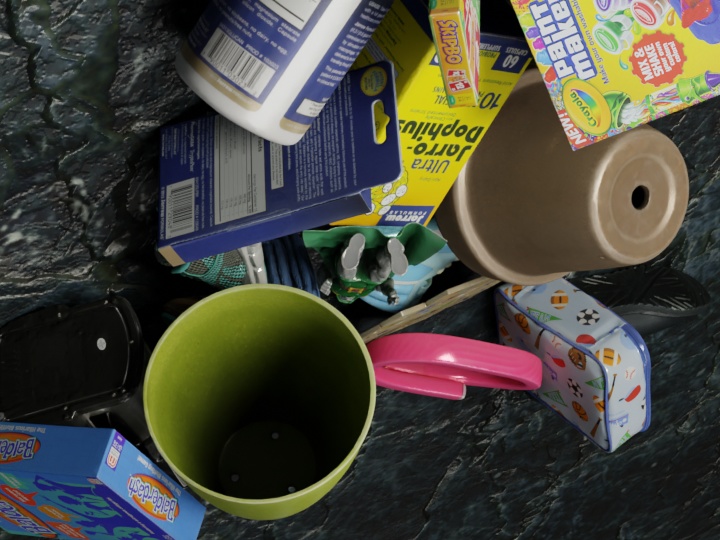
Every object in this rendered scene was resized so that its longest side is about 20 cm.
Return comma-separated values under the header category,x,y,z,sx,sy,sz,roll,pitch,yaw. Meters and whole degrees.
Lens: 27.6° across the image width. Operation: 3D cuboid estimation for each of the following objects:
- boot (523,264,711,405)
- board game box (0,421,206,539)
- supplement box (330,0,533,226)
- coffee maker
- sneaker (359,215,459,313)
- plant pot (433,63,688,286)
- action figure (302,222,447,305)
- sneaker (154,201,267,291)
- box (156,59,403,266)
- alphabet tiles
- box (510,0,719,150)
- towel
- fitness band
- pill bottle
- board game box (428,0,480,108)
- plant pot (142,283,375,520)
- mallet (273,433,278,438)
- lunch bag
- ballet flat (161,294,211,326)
category,x,y,z,sx,sy,sz,roll,pitch,yaw
boot,0.294,0.082,1.713,0.199,0.077,0.169,-5,134,-25
board game box,-0.250,0.177,1.209,0.199,0.045,0.152,0,148,29
supplement box,0.034,-0.144,1.194,0.108,0.110,0.200,0,134,-39
coffee maker,-0.247,0.125,1.304,0.191,0.135,0.200,5,149,18
sneaker,0.074,-0.024,1.407,0.199,0.080,0.131,-8,138,-17
plant pot,0.187,-0.077,1.277,0.199,0.174,0.201,-7,102,-32
action figure,0.000,0.000,1.276,0.117,0.055,0.200,8,170,-5
sneaker,-0.129,-0.021,1.241,0.091,0.078,0.200,-15,154,-8
box,-0.060,-0.082,1.119,0.199,0.122,0.032,-15,144,17
alphabet tiles,0.074,0.035,1.453,0.200,0.006,0.166,-20,172,-45
box,0.209,-0.227,1.083,0.192,0.122,0.201,-21,107,17
towel,-0.061,0.056,1.360,0.048,0.112,0.201,-12,141,-10
fitness band,0.093,0.102,1.526,0.199,0.038,0.143,11,164,-25
pill bottle,-0.037,-0.200,1.055,0.111,0.111,0.200,18,113,-49
board game box,0.069,-0.224,1.056,0.030,0.201,0.096,-6,145,10
plant pot,-0.082,0.138,1.260,0.186,0.188,0.200,-25,157,-12
mallet,-0.058,0.151,1.526,0.041,0.066,0.200,-47,170,-52
lunch bag,0.223,0.094,1.566,0.075,0.200,0.161,-31,134,-19
ballet flat,-0.128,0.065,1.371,0.072,0.068,0.200,-47,149,-16
